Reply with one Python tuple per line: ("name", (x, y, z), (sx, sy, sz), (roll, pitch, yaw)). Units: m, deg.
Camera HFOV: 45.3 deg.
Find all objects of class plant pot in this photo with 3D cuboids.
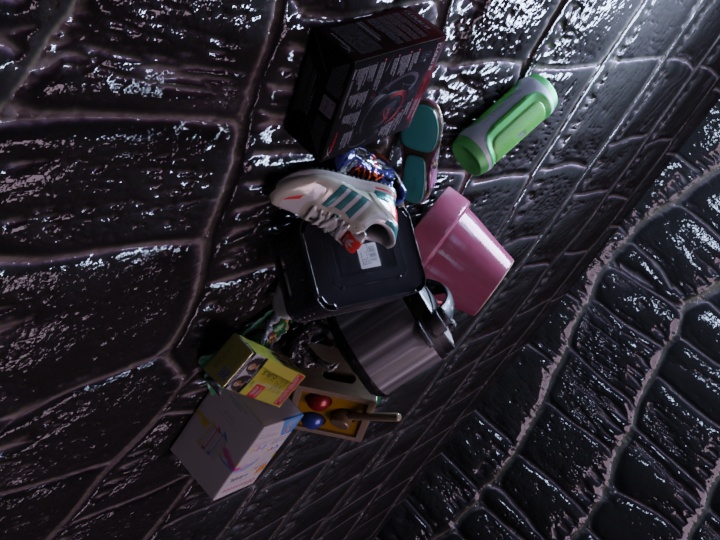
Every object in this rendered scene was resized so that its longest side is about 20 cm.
("plant pot", (0.173, -0.020, 1.583), (0.201, 0.178, 0.200), (-52, 175, -6))

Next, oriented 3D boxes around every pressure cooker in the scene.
("pressure cooker", (0.065, 0.089, 1.428), (0.199, 0.177, 0.179), (-32, 150, 6))

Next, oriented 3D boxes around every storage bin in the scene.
("storage bin", (-0.016, -0.012, 1.265), (0.198, 0.137, 0.093), (-11, 173, -35))

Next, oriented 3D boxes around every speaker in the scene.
("speaker", (0.254, -0.257, 1.518), (0.200, 0.088, 0.089), (-42, 159, -14))

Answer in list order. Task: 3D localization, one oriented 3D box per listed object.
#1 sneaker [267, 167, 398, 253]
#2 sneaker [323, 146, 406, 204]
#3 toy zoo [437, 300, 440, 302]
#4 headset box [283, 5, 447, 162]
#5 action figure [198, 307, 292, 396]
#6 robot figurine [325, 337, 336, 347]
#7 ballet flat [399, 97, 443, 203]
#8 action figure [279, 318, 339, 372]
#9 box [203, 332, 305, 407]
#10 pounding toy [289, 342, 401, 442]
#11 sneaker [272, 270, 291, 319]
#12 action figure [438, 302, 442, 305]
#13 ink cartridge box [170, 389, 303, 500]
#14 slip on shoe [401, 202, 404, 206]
("sneaker", (-0.030, -0.076, 1.171), (0.198, 0.095, 0.070), (7, 152, -33))
("sneaker", (0.012, -0.137, 1.259), (0.076, 0.078, 0.199), (-55, 156, 19))
("toy zoo", (0.134, 0.031, 1.812), (0.130, 0.021, 0.201), (-8, 144, -19))
("headset box", (0.013, -0.238, 1.085), (0.199, 0.075, 0.149), (-28, 153, -41))
("action figure", (-0.169, 0.117, 1.408), (0.200, 0.055, 0.119), (-41, 156, -27))
("robot figurine", (0.012, 0.140, 1.711), (0.117, 0.143, 0.201), (-52, 165, -46))
("ballet flat", (0.098, -0.196, 1.340), (0.201, 0.068, 0.071), (92, 24, -46))
("action figure", (-0.066, 0.121, 1.546), (0.199, 0.102, 0.119), (-38, 168, -28))
("box", (-0.161, 0.159, 1.352), (0.075, 0.050, 0.200), (-48, 155, 0))
("pounding toy", (-0.032, 0.246, 1.636), (0.185, 0.197, 0.143), (108, -7, -49))
("sneaker", (-0.054, 0.009, 1.400), (0.200, 0.075, 0.115), (-49, 157, -4))
("action figure", (0.072, 0.064, 1.604), (0.099, 0.198, 0.066), (-132, -120, -74))
("ink cartridge box", (-0.222, 0.291, 1.508), (0.201, 0.125, 0.128), (-55, 158, 18))
("slip on shoe", (0.051, -0.071, 1.444), (0.061, 0.075, 0.201), (-57, 146, -30))
